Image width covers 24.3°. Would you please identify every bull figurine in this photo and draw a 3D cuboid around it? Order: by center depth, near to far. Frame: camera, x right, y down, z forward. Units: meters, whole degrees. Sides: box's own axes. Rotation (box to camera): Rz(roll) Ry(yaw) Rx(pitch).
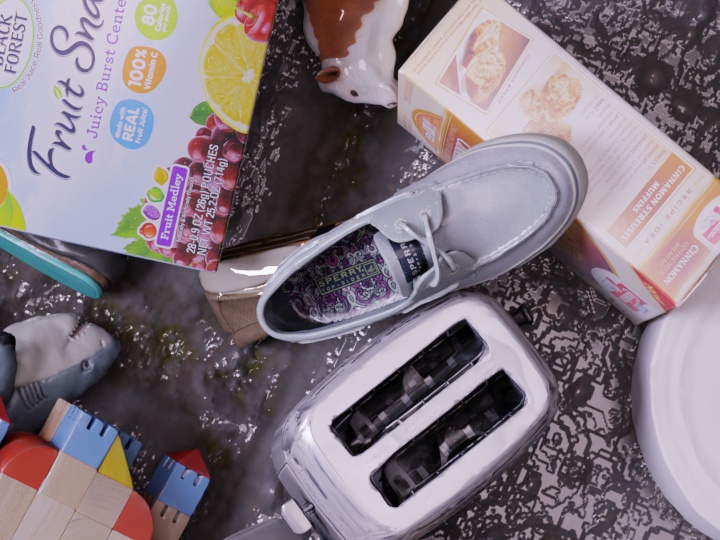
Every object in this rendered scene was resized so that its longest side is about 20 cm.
[{"bbox_3d":[0.003,-0.202,1.020,0.121,0.065,0.201,-26,72,21],"label":"bull figurine"}]

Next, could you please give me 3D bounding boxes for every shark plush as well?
[{"bbox_3d":[-0.225,0.111,1.001,0.083,0.091,0.201,32,76,-28],"label":"shark plush"}]

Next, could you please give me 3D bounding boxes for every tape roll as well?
[{"bbox_3d":[0.267,0.076,1.005,0.201,0.071,0.204,0,82,0],"label":"tape roll"}]

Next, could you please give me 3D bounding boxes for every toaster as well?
[{"bbox_3d":[0.038,0.085,0.972,0.200,0.129,0.114,-36,85,-5],"label":"toaster"}]

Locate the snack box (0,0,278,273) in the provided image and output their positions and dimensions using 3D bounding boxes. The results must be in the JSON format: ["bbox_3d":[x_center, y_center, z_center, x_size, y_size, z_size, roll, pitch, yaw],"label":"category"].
[{"bbox_3d":[-0.142,-0.116,0.954,0.168,0.068,0.201,13,97,-9],"label":"snack box"}]

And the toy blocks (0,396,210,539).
[{"bbox_3d":[-0.174,0.139,0.962,0.199,0.100,0.137,31,82,-24],"label":"toy blocks"}]

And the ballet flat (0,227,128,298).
[{"bbox_3d":[-0.232,-0.050,1.024,0.199,0.068,0.069,24,73,-8],"label":"ballet flat"}]

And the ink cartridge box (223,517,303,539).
[{"bbox_3d":[-0.066,0.265,0.934,0.145,0.083,0.200,39,104,14],"label":"ink cartridge box"}]

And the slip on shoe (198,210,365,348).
[{"bbox_3d":[0.000,0.000,0.993,0.199,0.076,0.061,-14,99,17],"label":"slip on shoe"}]

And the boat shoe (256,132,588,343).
[{"bbox_3d":[0.030,-0.009,0.901,0.200,0.072,0.070,-26,99,27],"label":"boat shoe"}]

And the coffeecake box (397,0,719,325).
[{"bbox_3d":[0.119,-0.063,0.978,0.200,0.154,0.073,40,86,4],"label":"coffeecake box"}]
